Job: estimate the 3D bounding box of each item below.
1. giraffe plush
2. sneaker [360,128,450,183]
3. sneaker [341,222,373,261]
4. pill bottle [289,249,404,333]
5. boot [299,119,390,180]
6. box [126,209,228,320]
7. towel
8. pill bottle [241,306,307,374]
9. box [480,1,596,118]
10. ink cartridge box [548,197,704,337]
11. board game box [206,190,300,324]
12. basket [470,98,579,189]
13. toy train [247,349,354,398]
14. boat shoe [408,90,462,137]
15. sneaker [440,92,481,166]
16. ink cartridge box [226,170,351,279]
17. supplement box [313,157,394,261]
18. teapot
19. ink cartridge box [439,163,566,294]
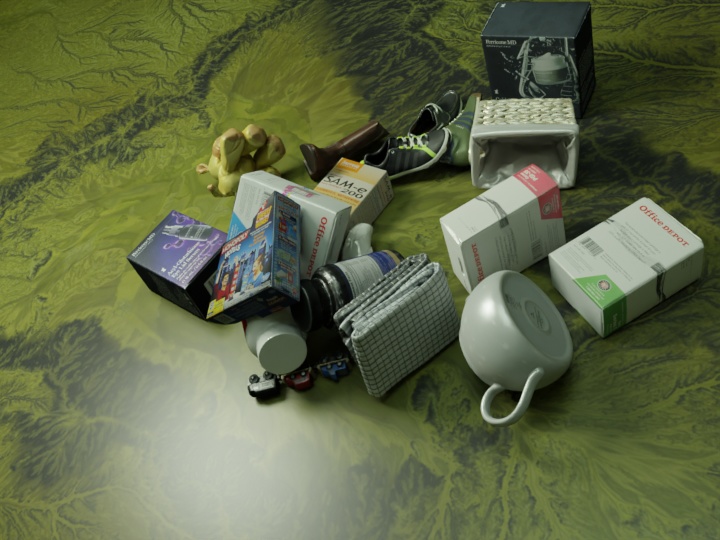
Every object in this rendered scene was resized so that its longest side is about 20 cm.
[{"bbox_3d":[-0.280,-0.240,1.689,0.162,0.171,0.203,39,105,52],"label":"giraffe plush"},{"bbox_3d":[0.089,-0.241,1.539,0.198,0.083,0.073,-27,44,21],"label":"sneaker"},{"bbox_3d":[0.000,0.000,1.411,0.085,0.075,0.203,8,59,12],"label":"sneaker"},{"bbox_3d":[-0.017,0.038,1.273,0.197,0.114,0.112,-15,40,-28],"label":"pill bottle"},{"bbox_3d":[-0.028,-0.272,1.598,0.197,0.186,0.065,-27,89,-5],"label":"boot"},{"bbox_3d":[-0.348,-0.014,1.523,0.198,0.105,0.149,21,60,34],"label":"box"},{"bbox_3d":[0.062,0.089,1.230,0.199,0.167,0.085,-36,44,-15],"label":"towel"},{"bbox_3d":[-0.155,0.087,1.332,0.111,0.113,0.201,-25,36,-2],"label":"pill bottle"},{"bbox_3d":[0.370,-0.434,1.552,0.197,0.198,0.125,11,54,29],"label":"box"},{"bbox_3d":[0.431,-0.008,1.227,0.198,0.085,0.147,-29,46,-6],"label":"ink cartridge box"},{"bbox_3d":[-0.169,-0.022,1.280,0.198,0.061,0.203,-24,48,44],"label":"board game box"},{"bbox_3d":[0.312,-0.246,1.439,0.196,0.137,0.125,1,47,12],"label":"basket"},{"bbox_3d":[-0.103,0.183,1.301,0.196,0.034,0.046,-17,49,7],"label":"toy train"},{"bbox_3d":[0.163,-0.329,1.632,0.071,0.068,0.201,15,55,33],"label":"boat shoe"},{"bbox_3d":[0.209,-0.298,1.582,0.088,0.068,0.203,0,53,14],"label":"sneaker"},{"bbox_3d":[-0.130,-0.077,1.371,0.197,0.147,0.085,23,19,15],"label":"ink cartridge box"},{"bbox_3d":[-0.040,-0.126,1.523,0.125,0.074,0.201,20,59,33],"label":"supplement box"},{"bbox_3d":[0.221,0.113,1.161,0.146,0.199,0.199,-42,77,31],"label":"teapot"},{"bbox_3d":[0.248,-0.067,1.307,0.198,0.148,0.083,-29,44,-7],"label":"ink cartridge box"}]
